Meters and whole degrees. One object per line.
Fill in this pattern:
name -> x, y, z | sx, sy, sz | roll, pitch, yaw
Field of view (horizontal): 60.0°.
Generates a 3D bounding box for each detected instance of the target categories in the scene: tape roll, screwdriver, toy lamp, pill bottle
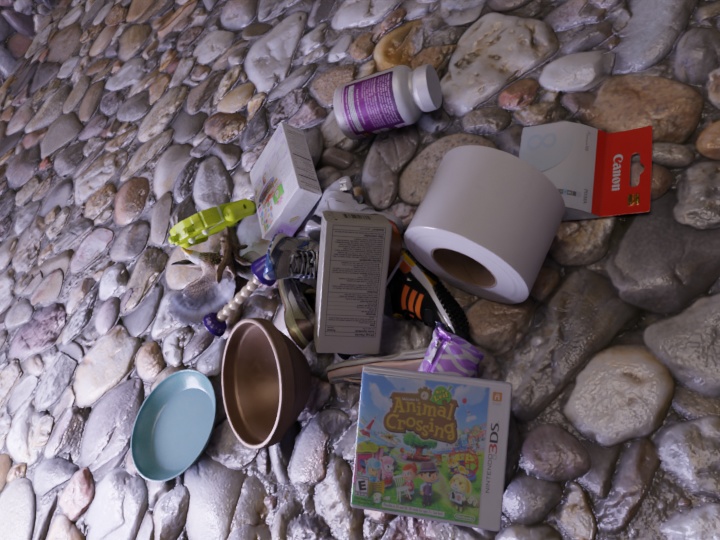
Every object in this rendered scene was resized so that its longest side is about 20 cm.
tape roll -> 0.178, -0.063, 0.907 | 0.200, 0.203, 0.141 | 18, 70, 38
screwdriver -> 0.020, 0.062, 1.004 | 0.202, 0.027, 0.029 | -57, 29, 19
toy lamp -> -0.216, 0.042, 1.161 | 0.200, 0.058, 0.059 | -45, 46, 19
pill bottle -> 0.054, -0.332, 1.215 | 0.196, 0.112, 0.115 | -9, 57, 28

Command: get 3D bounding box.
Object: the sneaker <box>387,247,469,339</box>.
sneaker -> 0.095, 0.057, 0.984 | 0.090, 0.069, 0.202 | -47, 46, 18

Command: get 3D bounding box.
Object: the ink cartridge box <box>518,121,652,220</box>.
ink cartridge box -> 0.341, -0.159, 0.965 | 0.196, 0.047, 0.163 | -3, 60, 34

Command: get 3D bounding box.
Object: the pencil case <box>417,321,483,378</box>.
pencil case -> 0.096, 0.178, 0.860 | 0.083, 0.085, 0.204 | 26, 92, 39

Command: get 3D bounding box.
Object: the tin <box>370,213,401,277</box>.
tin -> 0.000, 0.000, 1.044 | 0.202, 0.041, 0.113 | -57, 42, 23

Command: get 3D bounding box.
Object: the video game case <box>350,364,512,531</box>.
video game case -> 0.090, 0.227, 0.808 | 0.195, 0.022, 0.187 | 5, 88, 11

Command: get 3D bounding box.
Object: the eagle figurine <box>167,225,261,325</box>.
eagle figurine -> -0.301, 0.001, 1.246 | 0.151, 0.152, 0.200 | -35, -5, -47

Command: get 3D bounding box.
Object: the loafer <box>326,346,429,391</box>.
loafer -> 0.037, 0.161, 0.948 | 0.196, 0.072, 0.065 | -13, 75, 22

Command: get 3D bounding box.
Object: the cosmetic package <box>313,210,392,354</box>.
cosmetic package -> -0.015, 0.019, 0.941 | 0.071, 0.102, 0.205 | -117, 32, -71

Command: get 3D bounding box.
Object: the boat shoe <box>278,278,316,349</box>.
boat shoe -> -0.098, 0.058, 1.084 | 0.064, 0.074, 0.201 | -28, 35, 5

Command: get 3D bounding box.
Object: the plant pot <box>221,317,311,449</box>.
plant pot -> -0.142, 0.178, 1.009 | 0.199, 0.091, 0.207 | 0, 89, 51

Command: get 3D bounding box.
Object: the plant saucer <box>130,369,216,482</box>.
plant saucer -> -0.330, 0.281, 1.128 | 0.196, 0.036, 0.204 | -16, 55, 23

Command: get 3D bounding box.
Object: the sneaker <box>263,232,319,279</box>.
sneaker -> -0.099, -0.021, 1.080 | 0.083, 0.200, 0.079 | 17, 105, 17

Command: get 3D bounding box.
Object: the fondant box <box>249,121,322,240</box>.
fondant box -> -0.155, -0.176, 1.253 | 0.145, 0.057, 0.203 | -49, 41, 32

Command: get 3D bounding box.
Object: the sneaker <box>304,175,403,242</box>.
sneaker -> -0.005, -0.112, 1.139 | 0.196, 0.075, 0.117 | 0, 60, 30

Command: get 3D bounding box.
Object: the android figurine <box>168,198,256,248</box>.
android figurine -> -0.298, -0.094, 1.249 | 0.180, 0.199, 0.042 | -24, 94, 33
